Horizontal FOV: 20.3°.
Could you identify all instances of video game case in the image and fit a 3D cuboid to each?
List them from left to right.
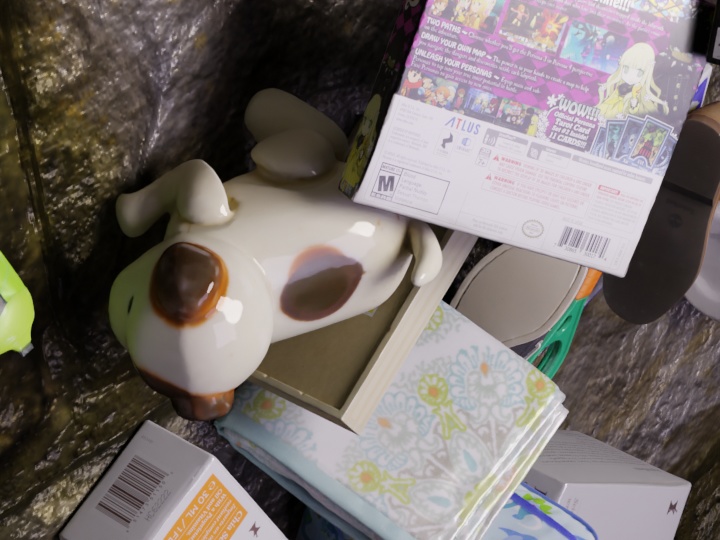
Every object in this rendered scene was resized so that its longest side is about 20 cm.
[{"bbox_3d":[0.105,-0.105,1.224,0.199,0.036,0.182,14,103,-24],"label":"video game case"}]

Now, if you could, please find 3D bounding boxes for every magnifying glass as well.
[{"bbox_3d":[0.159,0.033,1.580,0.079,0.022,0.201,-18,142,-55],"label":"magnifying glass"}]

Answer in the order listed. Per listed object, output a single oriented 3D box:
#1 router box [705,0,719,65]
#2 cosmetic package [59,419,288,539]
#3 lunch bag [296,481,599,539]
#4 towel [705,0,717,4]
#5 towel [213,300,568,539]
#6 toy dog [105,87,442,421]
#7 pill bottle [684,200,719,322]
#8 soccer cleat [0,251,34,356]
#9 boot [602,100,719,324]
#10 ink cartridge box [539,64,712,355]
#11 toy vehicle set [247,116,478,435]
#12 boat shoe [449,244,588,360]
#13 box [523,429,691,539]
[{"bbox_3d":[0.295,-0.206,1.269,0.200,0.051,0.150,-15,118,-53],"label":"router box"},{"bbox_3d":[-0.108,0.202,1.374,0.102,0.071,0.200,-54,140,-16],"label":"cosmetic package"},{"bbox_3d":[0.064,0.198,1.468,0.160,0.200,0.083,-17,128,-40],"label":"lunch bag"},{"bbox_3d":[0.282,-0.232,1.324,0.191,0.032,0.200,-55,140,-13],"label":"towel"},{"bbox_3d":[0.025,0.101,1.396,0.171,0.200,0.048,-51,172,-22],"label":"towel"},{"bbox_3d":[-0.068,0.009,1.239,0.200,0.193,0.140,-36,145,-41],"label":"toy dog"},{"bbox_3d":[0.372,-0.042,1.775,0.200,0.114,0.115,-30,129,-36],"label":"pill bottle"},{"bbox_3d":[-0.272,0.053,1.127,0.200,0.067,0.081,-39,116,-32],"label":"soccer cleat"},{"bbox_3d":[0.253,-0.045,1.589,0.075,0.073,0.201,-43,158,-52],"label":"boot"},{"bbox_3d":[0.194,-0.053,1.596,0.198,0.043,0.200,-44,157,-23],"label":"ink cartridge box"},{"bbox_3d":[0.000,0.000,1.357,0.201,0.124,0.027,-59,141,-9],"label":"toy vehicle set"},{"bbox_3d":[0.103,0.040,1.507,0.200,0.073,0.063,-49,165,21],"label":"boat shoe"},{"bbox_3d":[0.143,0.240,1.636,0.199,0.130,0.200,9,101,-51],"label":"box"}]
